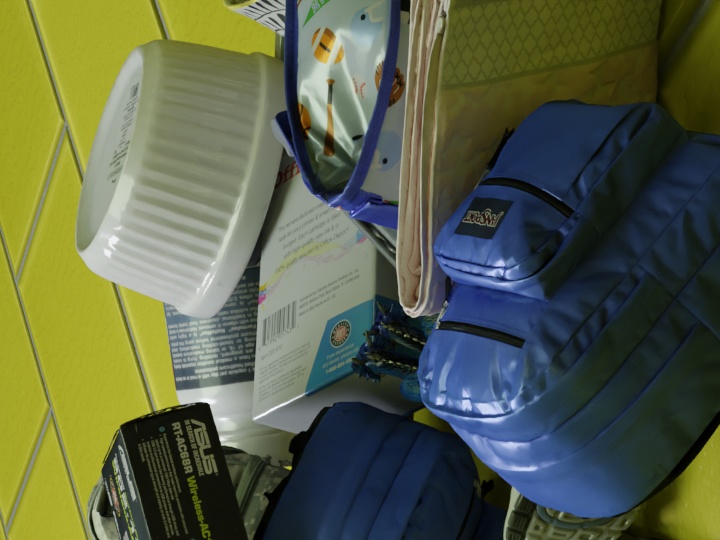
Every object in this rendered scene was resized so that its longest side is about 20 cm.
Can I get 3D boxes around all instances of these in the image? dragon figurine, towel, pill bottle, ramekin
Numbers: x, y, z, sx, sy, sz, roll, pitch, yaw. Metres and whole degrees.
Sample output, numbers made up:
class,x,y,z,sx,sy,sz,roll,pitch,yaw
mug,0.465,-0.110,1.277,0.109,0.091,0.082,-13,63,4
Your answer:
class,x,y,z,sx,sy,sz,roll,pitch,yaw
dragon figurine,0.061,0.058,1.415,0.059,0.099,0.200,-71,18,-5
towel,0.100,-0.083,1.321,0.032,0.200,0.192,21,117,42
pill bottle,-0.093,0.058,1.879,0.120,0.119,0.201,169,93,-67
ramekin,-0.135,-0.073,1.712,0.200,0.105,0.201,-164,90,-75

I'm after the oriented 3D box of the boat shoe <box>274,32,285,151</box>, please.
class,x,y,z,sx,sy,sz,roll,pitch,yaw
boat shoe,-0.041,-0.129,1.781,0.071,0.070,0.202,26,123,59

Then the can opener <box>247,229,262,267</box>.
class,x,y,z,sx,sy,sz,roll,pitch,yaw
can opener,-0.032,-0.086,1.724,0.200,0.053,0.067,-60,30,23

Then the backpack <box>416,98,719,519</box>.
class,x,y,z,sx,sy,sz,roll,pitch,yaw
backpack,0.120,0.018,1.246,0.200,0.168,0.162,-54,18,-11

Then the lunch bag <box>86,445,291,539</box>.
class,x,y,z,sx,sy,sz,roll,pitch,yaw
lunch bag,-0.107,0.201,1.737,0.200,0.167,0.140,71,-144,-77

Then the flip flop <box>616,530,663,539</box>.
class,x,y,z,sx,sy,sz,roll,pitch,yaw
flip flop,0.148,0.189,1.460,0.200,0.057,0.081,-137,48,-59

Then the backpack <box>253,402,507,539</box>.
class,x,y,z,sx,sy,sz,roll,pitch,yaw
backpack,0.022,0.186,1.542,0.200,0.167,0.163,80,-153,-51

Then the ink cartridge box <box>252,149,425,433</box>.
class,x,y,z,sx,sy,sz,roll,pitch,yaw
ink cartridge box,0.000,0.000,1.608,0.144,0.084,0.201,-29,52,49

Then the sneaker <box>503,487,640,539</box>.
class,x,y,z,sx,sy,sz,roll,pitch,yaw
sneaker,0.139,0.090,1.424,0.087,0.074,0.200,-117,49,-67

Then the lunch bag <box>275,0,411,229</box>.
class,x,y,z,sx,sy,sz,roll,pitch,yaw
lunch bag,0.043,-0.113,1.389,0.124,0.170,0.201,-21,64,47

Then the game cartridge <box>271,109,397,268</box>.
class,x,y,z,sx,sy,sz,roll,pitch,yaw
game cartridge,0.048,-0.070,1.505,0.200,0.133,0.041,46,158,37

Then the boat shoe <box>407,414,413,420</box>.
class,x,y,z,sx,sy,sz,roll,pitch,yaw
boat shoe,0.012,0.063,1.703,0.074,0.073,0.201,-4,69,48

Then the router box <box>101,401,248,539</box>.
class,x,y,z,sx,sy,sz,roll,pitch,yaw
router box,-0.106,0.197,1.485,0.150,0.062,0.201,125,130,-70

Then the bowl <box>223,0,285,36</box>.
class,x,y,z,sx,sy,sz,roll,pitch,yaw
bowl,0.013,-0.208,1.551,0.094,0.201,0.201,47,164,-18
